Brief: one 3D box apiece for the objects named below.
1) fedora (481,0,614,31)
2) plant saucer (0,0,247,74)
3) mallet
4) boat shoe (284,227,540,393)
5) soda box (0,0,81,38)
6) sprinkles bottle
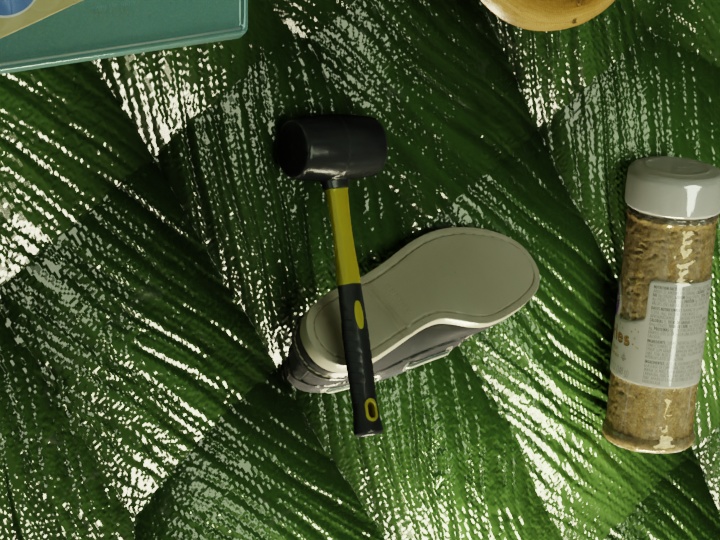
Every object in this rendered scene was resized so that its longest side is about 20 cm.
[{"bbox_3d":[0.108,-0.247,1.616,0.200,0.082,0.202,-19,119,-39],"label":"fedora"},{"bbox_3d":[-0.146,-0.154,1.488,0.199,0.019,0.070,-12,113,-34],"label":"plant saucer"},{"bbox_3d":[0.000,0.000,1.604,0.066,0.041,0.202,-14,91,-36],"label":"mallet"},{"bbox_3d":[0.031,0.028,1.683,0.199,0.073,0.063,-22,162,-37],"label":"boat shoe"},{"bbox_3d":[-0.181,-0.173,1.405,0.199,0.064,0.068,-29,106,-31],"label":"soda box"},{"bbox_3d":[0.211,0.024,1.803,0.068,0.068,0.202,-9,111,-36],"label":"sprinkles bottle"}]
